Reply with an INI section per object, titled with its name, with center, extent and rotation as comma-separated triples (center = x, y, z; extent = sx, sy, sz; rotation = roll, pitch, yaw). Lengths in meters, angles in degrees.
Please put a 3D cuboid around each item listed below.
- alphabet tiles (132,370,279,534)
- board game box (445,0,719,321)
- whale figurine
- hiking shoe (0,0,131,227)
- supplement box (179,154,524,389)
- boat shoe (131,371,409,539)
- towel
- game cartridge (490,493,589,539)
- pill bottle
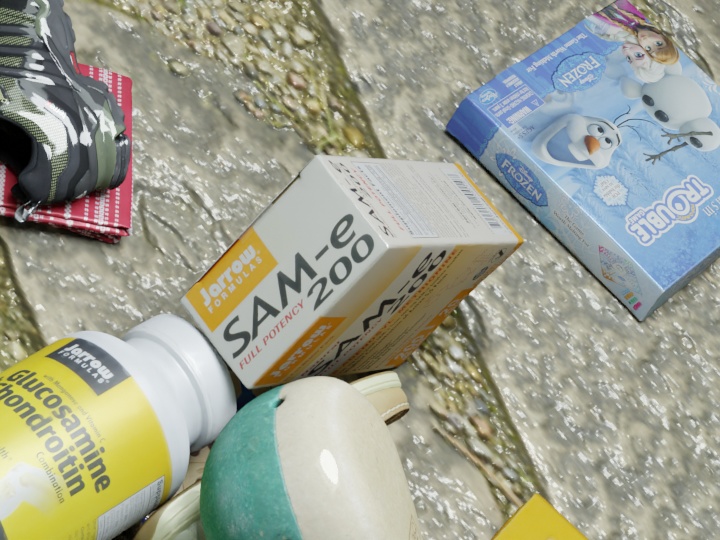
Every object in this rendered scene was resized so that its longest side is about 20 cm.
[alphabet tiles]
center = -0.057, 0.146, 1.230
extent = 0.166, 0.006, 0.201
rotation = 4, 54, -22
[board game box]
center = 0.197, -0.087, 1.495
extent = 0.199, 0.043, 0.200
rotation = 46, 50, 11
[whale figurine]
center = -0.019, 0.158, 1.114
extent = 0.103, 0.201, 0.159
rotation = -18, 24, 12
[hiking shoe]
center = -0.227, -0.127, 1.278
extent = 0.101, 0.076, 0.200
rotation = -27, 78, -36
[supplement box]
center = 0.000, 0.000, 1.234
extent = 0.074, 0.126, 0.200
rotation = 51, 22, 17
[boat shoe]
center = -0.042, 0.131, 1.202
extent = 0.200, 0.074, 0.066
rotation = -33, 78, -27
[towel]
center = -0.244, -0.091, 1.317
extent = 0.199, 0.023, 0.145
rotation = 11, 50, -19
[game cartridge]
center = 0.130, 0.251, 1.217
extent = 0.200, 0.032, 0.176
rotation = 40, 50, 10
[pill bottle]
center = -0.168, 0.102, 1.145
extent = 0.200, 0.112, 0.112
rotation = -32, 72, -38
